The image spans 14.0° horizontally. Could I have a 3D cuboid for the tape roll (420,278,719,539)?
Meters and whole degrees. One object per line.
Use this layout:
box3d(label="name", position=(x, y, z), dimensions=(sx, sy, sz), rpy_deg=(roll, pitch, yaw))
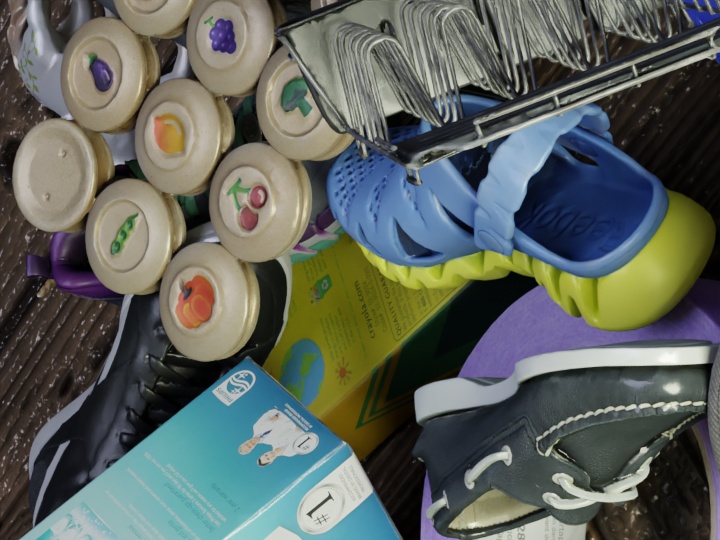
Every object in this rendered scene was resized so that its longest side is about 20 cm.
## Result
box3d(label="tape roll", position=(0.111, 0.101, 1.150), dimensions=(0.200, 0.065, 0.201), rpy_deg=(-12, 74, 49))

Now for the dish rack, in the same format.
box3d(label="dish rack", position=(0.058, -0.084, 1.037), dimensions=(0.200, 0.153, 0.055), rpy_deg=(-135, 22, -78))

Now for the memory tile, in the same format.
box3d(label="memory tile", position=(-0.065, -0.077, 1.232), dimensions=(0.153, 0.017, 0.201), rpy_deg=(41, 113, 31))

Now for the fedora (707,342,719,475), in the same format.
box3d(label="fedora", position=(0.213, 0.016, 0.990), dimensions=(0.200, 0.176, 0.091), rpy_deg=(110, 177, -46))

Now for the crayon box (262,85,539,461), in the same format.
box3d(label="crayon box", position=(0.000, 0.000, 1.315), dimensions=(0.200, 0.051, 0.127), rpy_deg=(-42, 53, 38))

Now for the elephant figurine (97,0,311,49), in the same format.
box3d(label="elephant figurine", position=(-0.037, -0.192, 1.308), dimensions=(0.141, 0.155, 0.200), rpy_deg=(41, 136, 8))

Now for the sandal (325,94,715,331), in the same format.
box3d(label="sandal", position=(0.051, -0.038, 1.147), dimensions=(0.200, 0.087, 0.080), rpy_deg=(8, 55, 53))

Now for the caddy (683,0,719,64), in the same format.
box3d(label="caddy", position=(0.198, -0.132, 1.047), dimensions=(0.200, 0.104, 0.142), rpy_deg=(23, 119, 60))

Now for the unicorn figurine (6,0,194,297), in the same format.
box3d(label="unicorn figurine", position=(-0.134, -0.092, 1.493), dimensions=(0.200, 0.073, 0.138), rpy_deg=(-120, 41, -56))

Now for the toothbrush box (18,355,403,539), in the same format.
box3d(label="toothbrush box", position=(-0.075, 0.161, 1.235), dimensions=(0.200, 0.147, 0.085), rpy_deg=(-40, 41, -12))

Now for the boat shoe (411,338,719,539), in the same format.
box3d(label="boat shoe", position=(0.078, 0.063, 1.076), dimensions=(0.200, 0.075, 0.061), rpy_deg=(151, 118, -70))

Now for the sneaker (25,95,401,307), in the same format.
box3d(label="sneaker", position=(-0.065, -0.034, 1.292), dimensions=(0.200, 0.087, 0.075), rpy_deg=(-41, 53, 40))

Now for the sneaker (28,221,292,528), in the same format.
box3d(label="sneaker", position=(-0.085, 0.078, 1.289), dimensions=(0.200, 0.073, 0.112), rpy_deg=(-54, 28, 38))
